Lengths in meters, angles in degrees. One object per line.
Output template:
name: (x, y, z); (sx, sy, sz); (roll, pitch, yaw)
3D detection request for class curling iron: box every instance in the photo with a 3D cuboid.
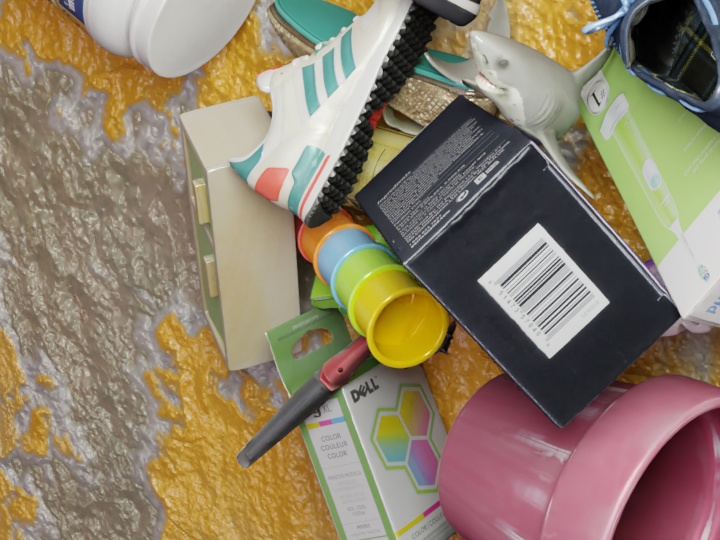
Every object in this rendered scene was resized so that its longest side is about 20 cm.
curling iron: (-0.013, 0.081, 1.121); (0.199, 0.026, 0.050); (-36, 65, 12)

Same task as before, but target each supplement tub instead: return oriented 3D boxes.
supplement tub: (-0.184, -0.253, 1.179); (0.200, 0.144, 0.145); (40, 124, 18)

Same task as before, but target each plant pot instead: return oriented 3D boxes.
plant pot: (0.158, 0.154, 1.063); (0.178, 0.199, 0.202); (21, 118, 45)

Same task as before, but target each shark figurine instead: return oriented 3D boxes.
shark figurine: (0.120, -0.122, 0.991); (0.128, 0.215, 0.090); (44, 96, -7)

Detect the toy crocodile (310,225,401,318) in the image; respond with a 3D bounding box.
toy crocodile: (0.043, 0.001, 1.163); (0.199, 0.062, 0.068); (-13, 57, 38)

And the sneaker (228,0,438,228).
sneaker: (-0.022, -0.135, 1.065); (0.093, 0.070, 0.201); (27, 93, 15)

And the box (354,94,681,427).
box: (0.092, -0.013, 0.983); (0.104, 0.200, 0.148); (-43, 108, 4)

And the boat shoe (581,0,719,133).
boat shoe: (0.179, -0.141, 0.877); (0.085, 0.068, 0.200); (-66, 30, 17)

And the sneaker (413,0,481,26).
sneaker: (0.052, -0.245, 1.010); (0.083, 0.071, 0.201); (-46, 37, 34)

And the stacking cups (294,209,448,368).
stacking cups: (0.000, 0.000, 1.117); (0.200, 0.060, 0.061); (-130, 42, -59)

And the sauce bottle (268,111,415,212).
sauce bottle: (-0.005, -0.079, 1.155); (0.199, 0.066, 0.067); (21, 118, 43)

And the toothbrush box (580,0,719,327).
toothbrush box: (0.226, -0.084, 0.928); (0.146, 0.086, 0.201); (-55, 36, 34)

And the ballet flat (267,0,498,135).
ballet flat: (0.011, -0.140, 1.133); (0.199, 0.070, 0.066); (28, 130, 28)

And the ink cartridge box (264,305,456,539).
ink cartridge box: (0.010, 0.121, 1.196); (0.059, 0.104, 0.201); (-18, 95, 37)

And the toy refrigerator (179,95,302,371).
toy refrigerator: (-0.092, -0.024, 1.184); (0.076, 0.069, 0.201); (-120, 21, -44)

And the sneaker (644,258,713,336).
sneaker: (0.232, -0.005, 1.021); (0.199, 0.080, 0.089); (-9, 94, 31)
